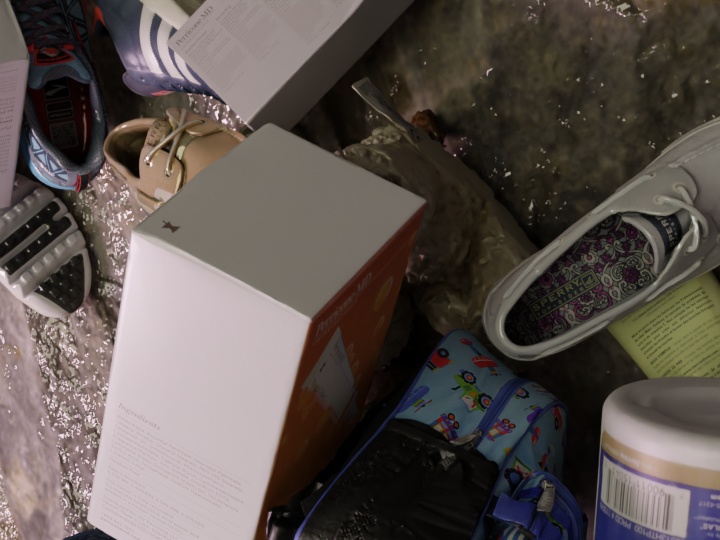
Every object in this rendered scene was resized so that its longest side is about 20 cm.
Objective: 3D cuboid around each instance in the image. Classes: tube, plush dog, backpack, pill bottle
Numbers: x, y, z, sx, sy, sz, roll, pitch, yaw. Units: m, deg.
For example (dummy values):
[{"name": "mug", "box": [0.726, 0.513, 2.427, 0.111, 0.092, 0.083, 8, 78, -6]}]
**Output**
[{"name": "tube", "box": [0.197, 0.060, 0.812, 0.200, 0.058, 0.052, 57, 154, 20]}, {"name": "plush dog", "box": [0.000, 0.000, 0.891, 0.172, 0.200, 0.161, -44, 36, 20]}, {"name": "backpack", "box": [0.053, 0.141, 0.789, 0.134, 0.200, 0.183, 19, 136, 22]}, {"name": "pill bottle", "box": [0.172, 0.163, 0.734, 0.120, 0.120, 0.200, 11, 105, 34]}]

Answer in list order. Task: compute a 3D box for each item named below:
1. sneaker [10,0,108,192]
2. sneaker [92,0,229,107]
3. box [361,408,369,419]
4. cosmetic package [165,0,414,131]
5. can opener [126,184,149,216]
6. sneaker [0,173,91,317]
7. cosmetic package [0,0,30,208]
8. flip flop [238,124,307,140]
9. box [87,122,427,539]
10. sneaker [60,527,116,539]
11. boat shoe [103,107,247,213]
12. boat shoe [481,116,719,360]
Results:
[{"name": "sneaker", "box": [-0.213, -0.154, 1.031, 0.096, 0.079, 0.200, -161, 53, -69]}, {"name": "sneaker", "box": [-0.113, -0.140, 1.003, 0.200, 0.075, 0.085, 45, 123, 31]}, {"name": "box", "box": [-0.051, 0.132, 0.981, 0.200, 0.048, 0.122, 21, 119, 32]}, {"name": "cosmetic package", "box": [-0.016, -0.177, 0.894, 0.200, 0.051, 0.083, -45, 69, 3]}, {"name": "can opener", "box": [-0.099, -0.015, 1.022, 0.066, 0.053, 0.200, -38, 71, -4]}, {"name": "sneaker", "box": [-0.279, -0.039, 1.136, 0.200, 0.075, 0.081, 48, 153, 11]}, {"name": "cosmetic package", "box": [-0.281, -0.123, 1.017, 0.102, 0.074, 0.200, 66, 157, 17]}, {"name": "flip flop", "box": [-0.089, -0.013, 0.959, 0.081, 0.058, 0.200, 20, 79, 16]}, {"name": "box", "box": [-0.056, 0.048, 0.753, 0.097, 0.124, 0.200, 27, 129, 14]}, {"name": "sneaker", "box": [-0.172, 0.242, 1.077, 0.200, 0.077, 0.085, 1, 99, 36]}, {"name": "boat shoe", "box": [-0.108, -0.064, 0.912, 0.072, 0.065, 0.200, -52, 25, -11]}, {"name": "boat shoe", "box": [0.151, -0.019, 0.780, 0.200, 0.069, 0.072, -29, 92, 5]}]
